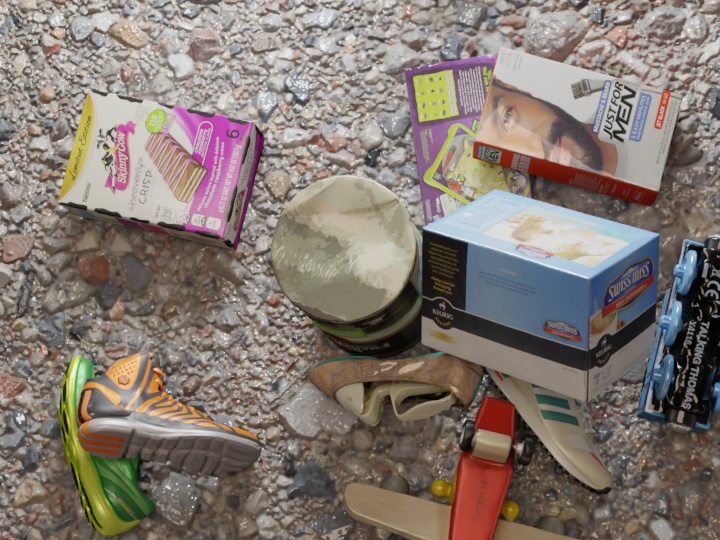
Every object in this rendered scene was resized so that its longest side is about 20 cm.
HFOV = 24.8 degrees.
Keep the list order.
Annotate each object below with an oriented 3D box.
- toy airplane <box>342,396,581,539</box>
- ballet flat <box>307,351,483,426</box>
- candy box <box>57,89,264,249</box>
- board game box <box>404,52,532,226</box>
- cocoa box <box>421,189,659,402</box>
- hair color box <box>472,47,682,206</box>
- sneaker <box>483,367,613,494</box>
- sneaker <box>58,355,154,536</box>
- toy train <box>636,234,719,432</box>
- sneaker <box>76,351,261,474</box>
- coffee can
[{"bbox_3d":[0.110,0.253,1.626,0.198,0.141,0.201,-31,83,-9],"label":"toy airplane"},{"bbox_3d":[0.030,0.123,1.684,0.198,0.068,0.068,-8,55,28],"label":"ballet flat"},{"bbox_3d":[-0.220,-0.112,1.809,0.198,0.061,0.138,11,80,13],"label":"candy box"},{"bbox_3d":[0.119,-0.130,1.769,0.119,0.032,0.202,-9,76,11],"label":"board game box"},{"bbox_3d":[0.173,0.019,1.592,0.199,0.133,0.132,18,121,36],"label":"cocoa box"},{"bbox_3d":[0.227,-0.151,1.719,0.198,0.064,0.112,15,78,6],"label":"hair color box"},{"bbox_3d":[0.207,0.131,1.670,0.093,0.070,0.200,-40,70,5],"label":"sneaker"},{"bbox_3d":[-0.273,0.186,1.757,0.083,0.074,0.201,-11,68,-23],"label":"sneaker"},{"bbox_3d":[0.334,0.066,1.640,0.086,0.114,0.202,14,80,0],"label":"toy train"},{"bbox_3d":[-0.198,0.144,1.725,0.198,0.078,0.113,14,48,-21],"label":"sneaker"},{"bbox_3d":[0.000,0.000,1.671,0.145,0.200,0.148,-2,76,10],"label":"coffee can"}]
